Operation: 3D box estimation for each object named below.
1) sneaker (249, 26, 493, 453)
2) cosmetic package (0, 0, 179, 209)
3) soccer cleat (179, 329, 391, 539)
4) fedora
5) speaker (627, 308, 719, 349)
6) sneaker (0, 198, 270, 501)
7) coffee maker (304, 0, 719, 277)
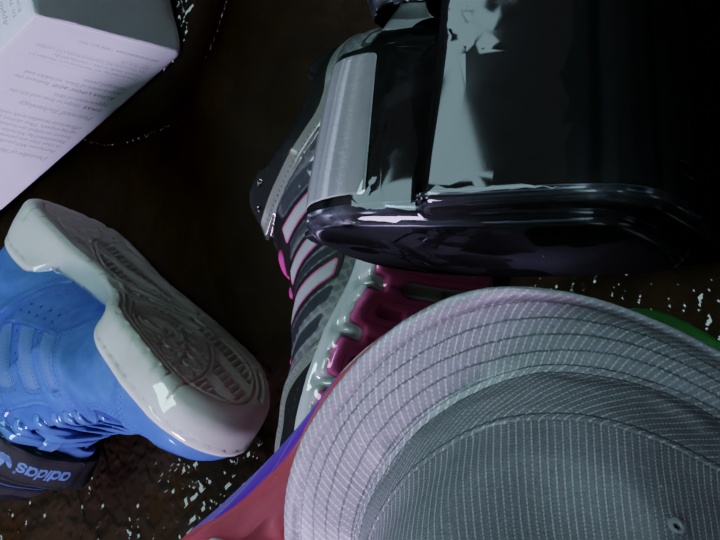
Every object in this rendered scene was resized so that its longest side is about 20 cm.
[{"bbox_3d":[0.000,0.000,1.085,0.087,0.073,0.201,2,80,54],"label":"sneaker"},{"bbox_3d":[-0.174,-0.099,1.315,0.200,0.081,0.113,-36,55,42],"label":"cosmetic package"},{"bbox_3d":[-0.007,0.081,1.013,0.067,0.200,0.076,47,155,4],"label":"soccer cleat"},{"bbox_3d":[0.066,0.110,0.871,0.177,0.200,0.090,-45,10,24],"label":"fedora"},{"bbox_3d":[0.058,0.110,0.971,0.200,0.088,0.089,-56,44,26],"label":"speaker"},{"bbox_3d":[-0.110,0.057,1.195,0.200,0.076,0.112,40,106,52],"label":"sneaker"},{"bbox_3d":[0.072,-0.105,0.968,0.191,0.134,0.201,-11,75,44],"label":"coffee maker"}]
